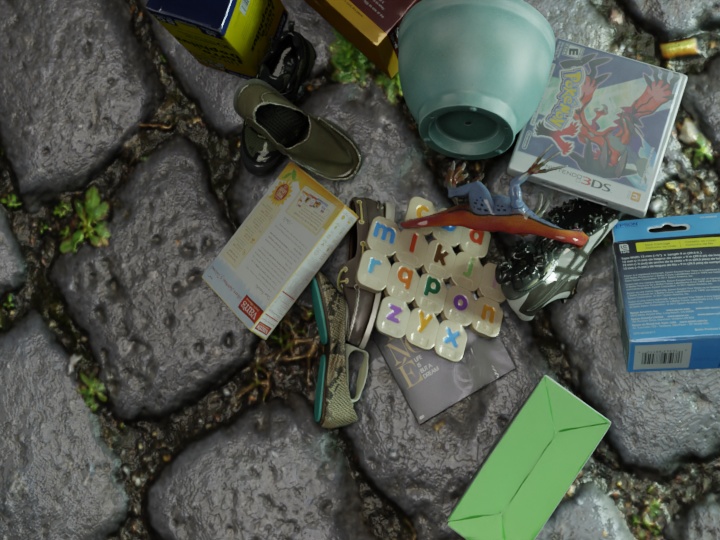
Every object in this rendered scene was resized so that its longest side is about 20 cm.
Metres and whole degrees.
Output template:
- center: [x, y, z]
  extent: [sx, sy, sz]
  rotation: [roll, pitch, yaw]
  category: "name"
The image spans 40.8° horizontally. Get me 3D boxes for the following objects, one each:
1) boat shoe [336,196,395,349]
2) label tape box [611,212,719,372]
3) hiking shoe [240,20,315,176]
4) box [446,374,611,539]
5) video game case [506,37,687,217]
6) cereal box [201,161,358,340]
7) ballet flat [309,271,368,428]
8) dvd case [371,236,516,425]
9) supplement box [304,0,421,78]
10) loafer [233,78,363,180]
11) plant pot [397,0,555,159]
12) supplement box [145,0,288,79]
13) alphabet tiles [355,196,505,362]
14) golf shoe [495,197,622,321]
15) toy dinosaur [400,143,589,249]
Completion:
- center: [0.000, 0.000, 1.236]
  extent: [0.058, 0.072, 0.204]
  rotation: [14, 67, -10]
  category: "boat shoe"
- center: [0.385, 0.024, 1.179]
  extent: [0.140, 0.067, 0.202]
  rotation: [-4, 44, 10]
  category: "label tape box"
- center: [-0.123, -0.230, 1.294]
  extent: [0.074, 0.101, 0.204]
  rotation: [15, 86, 12]
  category: "hiking shoe"
- center: [0.196, 0.231, 1.141]
  extent: [0.096, 0.176, 0.202]
  rotation: [34, 89, 13]
  category: "box"
- center: [0.302, -0.186, 1.230]
  extent: [0.179, 0.023, 0.203]
  rotation: [19, 73, 12]
  category: "video game case"
- center: [-0.108, -0.029, 1.267]
  extent: [0.201, 0.039, 0.144]
  rotation: [-52, 47, 2]
  category: "cereal box"
- center: [-0.026, 0.102, 1.262]
  extent: [0.074, 0.068, 0.205]
  rotation: [-2, 88, -12]
  category: "ballet flat"
- center: [0.091, 0.075, 1.261]
  extent: [0.147, 0.016, 0.203]
  rotation: [-30, 78, 6]
  category: "dvd case"
- center: [0.030, -0.408, 1.272]
  extent: [0.197, 0.133, 0.200]
  rotation: [43, 92, 12]
  category: "supplement box"
- center: [-0.077, -0.169, 1.251]
  extent: [0.198, 0.070, 0.076]
  rotation: [27, 107, -28]
  category: "loafer"
- center: [0.135, -0.222, 1.179]
  extent: [0.196, 0.201, 0.137]
  rotation: [4, 65, 10]
  category: "plant pot"
- center: [-0.182, -0.340, 1.268]
  extent: [0.107, 0.200, 0.112]
  rotation: [19, 87, 12]
  category: "supplement box"
- center: [0.093, 0.010, 1.218]
  extent: [0.197, 0.015, 0.199]
  rotation: [21, 63, -10]
  category: "alphabet tiles"
- center: [0.254, -0.017, 1.222]
  extent: [0.198, 0.096, 0.078]
  rotation: [-34, 36, -16]
  category: "golf shoe"
- center: [0.182, -0.059, 1.181]
  extent: [0.200, 0.105, 0.182]
  rotation: [-45, 50, 6]
  category: "toy dinosaur"
